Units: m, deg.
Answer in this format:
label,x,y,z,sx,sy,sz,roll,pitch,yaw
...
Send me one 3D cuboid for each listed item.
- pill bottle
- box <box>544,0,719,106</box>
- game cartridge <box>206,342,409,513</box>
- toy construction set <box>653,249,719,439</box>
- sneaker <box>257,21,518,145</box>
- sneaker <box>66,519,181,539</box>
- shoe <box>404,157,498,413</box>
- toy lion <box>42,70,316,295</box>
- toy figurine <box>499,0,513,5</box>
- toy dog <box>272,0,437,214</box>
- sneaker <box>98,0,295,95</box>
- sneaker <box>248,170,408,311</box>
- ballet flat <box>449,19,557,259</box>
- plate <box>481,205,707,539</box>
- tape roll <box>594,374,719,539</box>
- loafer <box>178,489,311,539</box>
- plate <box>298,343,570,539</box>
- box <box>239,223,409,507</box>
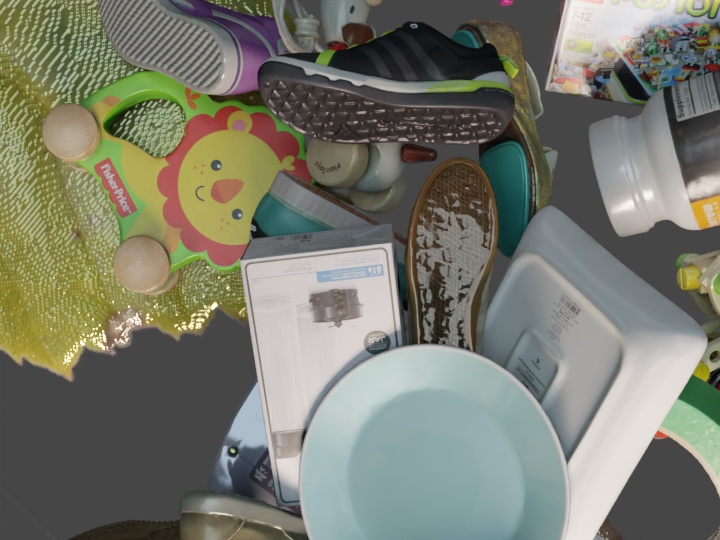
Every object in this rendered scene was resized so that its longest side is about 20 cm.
label,x,y,z,sx,sy,sz,roll,pitch,yaw
pill bottle,0.284,-0.096,0.744,0.198,0.116,0.118,-16,87,23
box,0.256,-0.184,0.778,0.198,0.035,0.111,9,130,5
game cartridge,-0.034,0.130,0.820,0.133,0.041,0.201,36,91,1
toy construction set,0.242,0.052,0.774,0.198,0.092,0.132,-22,111,11
sneaker,0.021,-0.144,0.725,0.198,0.072,0.084,5,65,-14
sneaker,-0.163,0.268,0.808,0.198,0.071,0.114,-8,101,17
shoe,0.065,0.015,0.747,0.069,0.053,0.202,5,87,-1
toy lion,-0.140,-0.082,0.825,0.191,0.069,0.201,-30,86,-4
toy figurine,0.123,-0.314,0.788,0.200,0.150,0.185,39,101,26
toy dog,0.012,-0.147,0.790,0.095,0.132,0.202,-9,97,26
sneaker,-0.134,-0.201,0.826,0.200,0.114,0.073,39,125,30
sneaker,0.000,0.000,0.796,0.199,0.071,0.080,30,99,-11
ballet flat,0.128,-0.111,0.806,0.070,0.071,0.202,-15,89,3
plate,0.135,0.077,0.713,0.032,0.200,0.201,13,113,-31
tape roll,0.209,0.169,0.748,0.199,0.048,0.203,11,114,25
loafer,-0.050,0.222,0.742,0.198,0.075,0.070,19,68,-18
plate,0.050,0.153,0.693,0.198,0.026,0.203,-1,86,19
box,-0.019,0.073,0.745,0.115,0.060,0.202,-5,106,3
